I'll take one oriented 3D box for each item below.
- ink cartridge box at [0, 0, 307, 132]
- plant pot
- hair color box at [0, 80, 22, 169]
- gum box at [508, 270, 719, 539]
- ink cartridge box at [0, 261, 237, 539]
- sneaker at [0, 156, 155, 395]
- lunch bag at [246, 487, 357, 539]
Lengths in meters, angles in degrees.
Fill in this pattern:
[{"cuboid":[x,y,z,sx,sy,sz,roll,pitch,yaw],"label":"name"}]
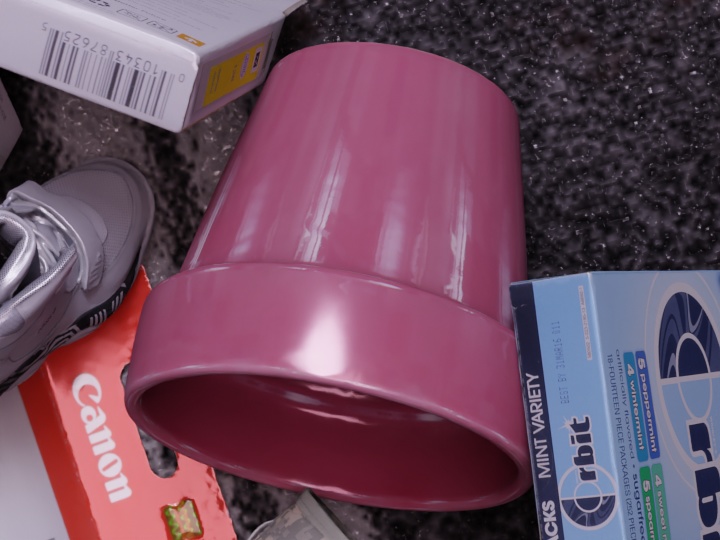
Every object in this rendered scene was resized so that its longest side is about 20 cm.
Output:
[{"cuboid":[-0.141,-0.129,0.943,0.196,0.200,0.047,19,104,7],"label":"ink cartridge box"},{"cuboid":[0.000,0.000,0.950,0.198,0.200,0.180,11,70,0],"label":"plant pot"},{"cuboid":[-0.240,-0.020,0.950,0.064,0.109,0.201,23,70,12],"label":"hair color box"},{"cuboid":[0.142,0.087,0.937,0.044,0.200,0.171,-9,85,30],"label":"gum box"},{"cuboid":[-0.179,0.102,1.001,0.199,0.050,0.163,-20,87,1],"label":"ink cartridge box"},{"cuboid":[-0.153,-0.008,0.940,0.075,0.115,0.200,40,50,4],"label":"sneaker"},{"cuboid":[-0.020,0.228,0.961,0.164,0.118,0.200,-44,84,0],"label":"lunch bag"}]
